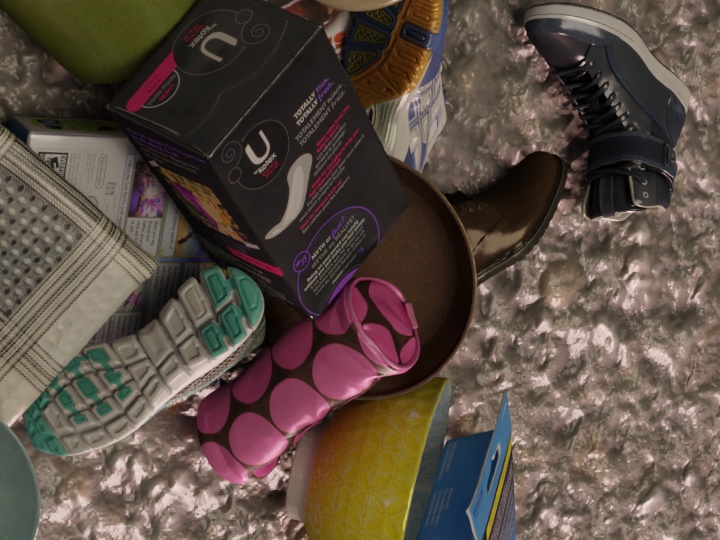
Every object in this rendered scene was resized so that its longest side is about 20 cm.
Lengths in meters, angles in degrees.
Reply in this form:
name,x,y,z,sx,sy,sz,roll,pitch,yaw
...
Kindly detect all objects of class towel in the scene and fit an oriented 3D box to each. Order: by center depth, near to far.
name,x,y,z,sx,sy,sz,roll,pitch,yaw
towel,-0.273,0.006,1.156,0.200,0.035,0.192,-44,114,7

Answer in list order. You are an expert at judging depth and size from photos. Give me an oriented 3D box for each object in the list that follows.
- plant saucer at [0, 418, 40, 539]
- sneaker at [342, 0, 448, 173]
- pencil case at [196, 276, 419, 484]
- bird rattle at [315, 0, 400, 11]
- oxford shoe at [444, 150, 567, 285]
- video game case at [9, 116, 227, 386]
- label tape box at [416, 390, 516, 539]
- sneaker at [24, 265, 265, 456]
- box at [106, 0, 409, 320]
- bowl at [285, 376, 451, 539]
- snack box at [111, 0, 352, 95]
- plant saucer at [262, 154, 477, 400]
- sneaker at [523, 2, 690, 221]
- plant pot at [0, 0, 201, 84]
name,x,y,z,sx,sy,sz,roll,pitch,yaw
plant saucer,-0.321,0.148,1.179,0.199,0.039,0.202,-1,117,-1
sneaker,0.032,-0.144,1.335,0.088,0.075,0.201,-15,131,-50
pencil case,-0.037,0.082,1.277,0.093,0.200,0.091,4,58,-46
bird rattle,-0.014,-0.262,1.223,0.199,0.113,0.164,-16,118,4
oxford shoe,0.095,-0.038,1.410,0.200,0.073,0.085,-45,120,-15
video game case,-0.178,-0.010,1.243,0.180,0.045,0.201,0,112,-31
label tape box,0.086,0.218,1.406,0.144,0.066,0.201,-68,156,-49
sneaker,-0.148,0.077,1.230,0.199,0.078,0.091,-30,162,3
box,-0.065,-0.079,1.167,0.122,0.106,0.200,-51,144,-16
bowl,0.000,0.174,1.372,0.107,0.200,0.202,12,99,9
snack box,-0.094,-0.161,1.282,0.199,0.024,0.072,-30,121,-23
plant saucer,0.000,0.000,1.315,0.037,0.199,0.202,-34,127,-64
sneaker,0.203,-0.126,1.430,0.202,0.077,0.147,30,65,-35
plant pot,-0.192,-0.231,1.121,0.200,0.200,0.190,-46,136,-14
